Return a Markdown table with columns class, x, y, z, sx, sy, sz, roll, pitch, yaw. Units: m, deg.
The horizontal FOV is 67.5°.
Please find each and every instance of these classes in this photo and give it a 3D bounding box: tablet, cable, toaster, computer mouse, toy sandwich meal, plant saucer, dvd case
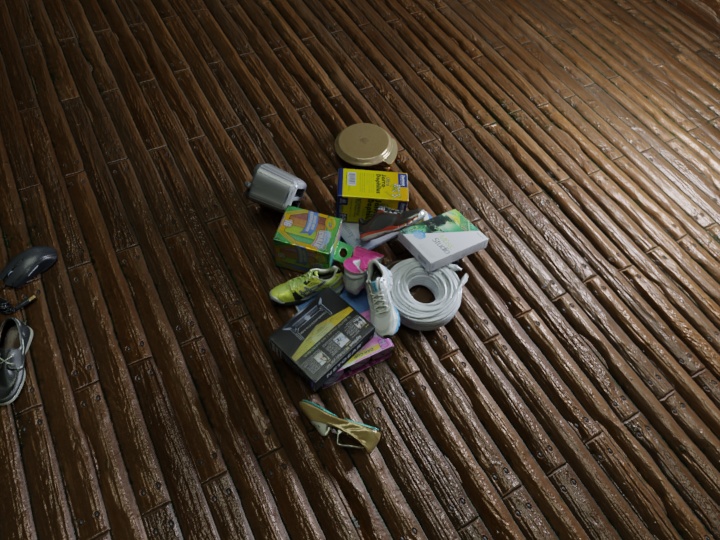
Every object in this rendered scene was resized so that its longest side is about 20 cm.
| class | x | y | z | sx | sy | sz | roll | pitch | yaw |
| --- | --- | --- | --- | --- | --- | --- | --- | --- | --- |
| tablet | -0.058 | 0.095 | 1.393 | 0.199 | 0.014 | 0.130 | -21 | 54 | -20 |
| cable | 0.159 | 0.056 | 1.379 | 0.199 | 0.069 | 0.201 | 21 | 57 | 9 |
| toaster | -0.233 | -0.226 | 1.501 | 0.128 | 0.200 | 0.114 | 23 | 98 | 3 |
| computer mouse | -0.846 | 0.015 | 1.351 | 0.140 | 0.046 | 0.200 | 38 | 60 | 20 |
| toy sandwich meal | 0.017 | -0.385 | 1.704 | 0.203 | 0.070 | 0.207 | 0 | 57 | 0 |
| plant saucer | 0.130 | 0.046 | 1.442 | 0.198 | 0.032 | 0.202 | 2 | 57 | -3 |
| dvd case | 0.025 | -0.130 | 1.557 | 0.199 | 0.018 | 0.143 | -27 | 64 | -22 |

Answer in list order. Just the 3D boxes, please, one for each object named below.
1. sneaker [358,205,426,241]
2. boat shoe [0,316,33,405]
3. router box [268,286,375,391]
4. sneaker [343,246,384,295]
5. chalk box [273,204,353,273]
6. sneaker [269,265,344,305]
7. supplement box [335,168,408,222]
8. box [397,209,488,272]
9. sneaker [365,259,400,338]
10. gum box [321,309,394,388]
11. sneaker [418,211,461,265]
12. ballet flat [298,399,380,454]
| class | x | y | z | sx | sy | sz | roll | pitch | yaw |
| --- | --- | --- | --- | --- | --- | --- | --- | --- | --- |
| sneaker | 0.077 | -0.142 | 1.458 | 0.199 | 0.077 | 0.083 | -18 | 89 | 20 |
| boat shoe | -0.800 | 0.203 | 1.218 | 0.071 | 0.068 | 0.201 | -3 | 58 | -10 |
| router box | -0.088 | 0.154 | 1.250 | 0.157 | 0.052 | 0.200 | 39 | 61 | 21 |
| sneaker | 0.000 | 0.000 | 1.418 | 0.081 | 0.089 | 0.200 | 21 | 26 | 16 |
| chalk box | -0.118 | -0.069 | 1.437 | 0.198 | 0.124 | 0.125 | 14 | 56 | 4 |
| sneaker | -0.139 | 0.031 | 1.387 | 0.198 | 0.077 | 0.076 | -16 | 46 | -14 |
| supplement box | 0.030 | -0.209 | 1.533 | 0.198 | 0.109 | 0.110 | 3 | 55 | -4 |
| box | 0.219 | -0.084 | 1.431 | 0.199 | 0.037 | 0.144 | -21 | 51 | -26 |
| sneaker | 0.042 | 0.064 | 1.291 | 0.074 | 0.087 | 0.201 | -17 | 59 | 12 |
| gum box | -0.027 | 0.186 | 1.307 | 0.199 | 0.066 | 0.114 | -22 | 60 | -19 |
| sneaker | 0.226 | -0.087 | 1.517 | 0.110 | 0.077 | 0.201 | 4 | 43 | -17 |
| ballet flat | -0.054 | 0.350 | 1.197 | 0.198 | 0.069 | 0.063 | 20 | 70 | 9 |
